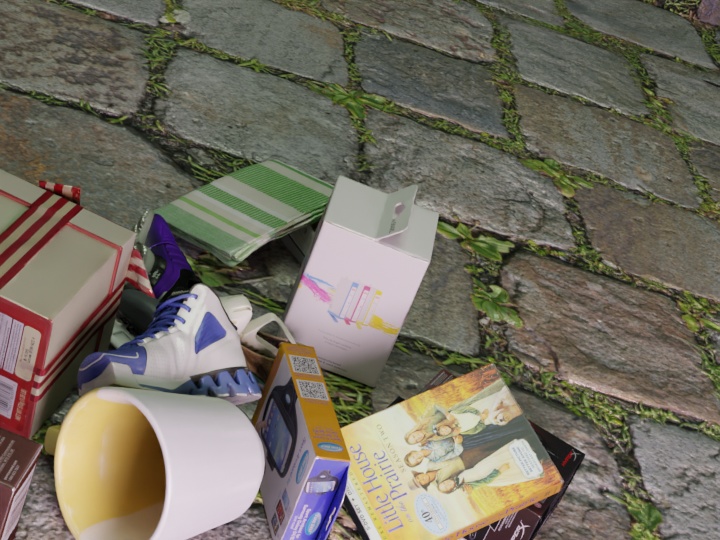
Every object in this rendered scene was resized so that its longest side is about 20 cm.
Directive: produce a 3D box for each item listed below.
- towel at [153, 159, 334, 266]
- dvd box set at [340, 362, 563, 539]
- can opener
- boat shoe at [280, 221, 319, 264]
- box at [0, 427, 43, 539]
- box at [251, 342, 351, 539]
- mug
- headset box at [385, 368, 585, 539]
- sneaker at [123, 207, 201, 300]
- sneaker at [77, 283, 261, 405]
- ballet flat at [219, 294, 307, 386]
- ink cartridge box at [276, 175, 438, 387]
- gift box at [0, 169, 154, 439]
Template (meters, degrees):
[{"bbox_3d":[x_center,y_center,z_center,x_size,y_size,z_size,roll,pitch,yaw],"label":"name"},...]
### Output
[{"bbox_3d":[-0.132,-0.075,1.869,0.152,0.023,0.200,28,42,35],"label":"towel"},{"bbox_3d":[0.076,0.188,1.494,0.199,0.029,0.147,-21,63,-16],"label":"dvd box set"},{"bbox_3d":[-0.188,0.094,1.559,0.200,0.067,0.053,38,33,28],"label":"can opener"},{"bbox_3d":[-0.026,-0.021,1.873,0.071,0.070,0.200,-1,36,-37],"label":"boat shoe"},{"bbox_3d":[-0.376,0.161,1.273,0.199,0.100,0.075,22,28,0],"label":"box"},{"bbox_3d":[-0.060,0.174,1.458,0.041,0.119,0.200,11,29,-20],"label":"box"},{"bbox_3d":[-0.177,0.162,1.378,0.153,0.150,0.187,-1,42,-50],"label":"mug"},{"bbox_3d":[0.111,0.195,1.591,0.200,0.077,0.149,32,30,14],"label":"headset box"},{"bbox_3d":[-0.220,0.003,1.705,0.099,0.070,0.200,36,14,-18],"label":"sneaker"},{"bbox_3d":[-0.184,0.071,1.454,0.199,0.080,0.116,6,68,-48],"label":"sneaker"},{"bbox_3d":[-0.120,0.066,1.577,0.200,0.072,0.068,32,21,-40],"label":"ballet flat"},{"bbox_3d":[0.000,0.000,1.716,0.125,0.200,0.129,20,28,-4],"label":"ink cartridge box"},{"bbox_3d":[-0.316,0.036,1.461,0.200,0.185,0.187,28,37,3],"label":"gift box"}]
